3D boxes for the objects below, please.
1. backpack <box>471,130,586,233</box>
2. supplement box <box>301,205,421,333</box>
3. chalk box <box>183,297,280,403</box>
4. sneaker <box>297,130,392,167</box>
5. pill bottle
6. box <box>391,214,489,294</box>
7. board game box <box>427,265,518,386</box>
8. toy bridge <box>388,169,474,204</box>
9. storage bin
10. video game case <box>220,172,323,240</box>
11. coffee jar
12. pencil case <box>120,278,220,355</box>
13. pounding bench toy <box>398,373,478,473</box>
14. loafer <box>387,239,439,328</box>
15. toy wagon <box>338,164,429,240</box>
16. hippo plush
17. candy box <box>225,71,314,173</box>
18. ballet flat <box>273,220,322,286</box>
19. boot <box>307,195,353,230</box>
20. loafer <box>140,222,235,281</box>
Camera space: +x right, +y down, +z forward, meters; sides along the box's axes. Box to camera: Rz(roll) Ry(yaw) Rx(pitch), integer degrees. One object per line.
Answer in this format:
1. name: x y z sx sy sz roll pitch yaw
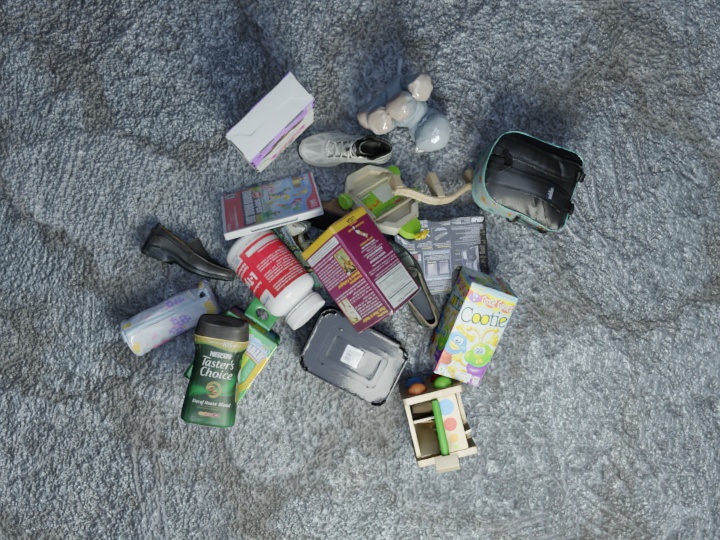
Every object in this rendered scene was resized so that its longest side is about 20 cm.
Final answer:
1. backpack: 0.327 -0.182 1.366 0.198 0.153 0.178 21 88 -14
2. supplement box: 0.000 0.000 1.302 0.103 0.131 0.201 -35 90 -40
3. chalk box: -0.241 0.153 1.352 0.124 0.124 0.201 34 89 -4
4. sneaker: -0.030 -0.254 1.360 0.198 0.115 0.077 -1 92 -3
5. pill bottle: -0.166 0.016 1.342 0.112 0.112 0.200 -42 81 -2
6. box: 0.168 -0.031 1.411 0.197 0.050 0.160 -5 92 -3
7. board game box: 0.223 0.112 1.361 0.102 0.105 0.202 18 106 -9
8. toy bridge: 0.153 -0.168 1.376 0.198 0.027 0.068 -8 62 -22
9. storage bin: -0.016 0.174 1.383 0.198 0.094 0.136 28 90 -5
10. video game case: -0.181 -0.132 1.351 0.198 0.144 0.018 -15 130 -3
11. coffee jar: -0.267 0.184 1.247 0.103 0.085 0.203 9 90 -6
12. pencil case: -0.382 0.096 1.359 0.198 0.091 0.084 -27 93 -2
13. pounding bench toy: 0.155 0.296 1.340 0.123 0.200 0.158 -14 93 0
14. loafer: 0.102 0.026 1.353 0.071 0.063 0.201 -32 93 0
15. toy wagon: 0.056 -0.128 1.359 0.155 0.040 0.200 -33 73 -32
16. hippo plush: 0.096 -0.303 1.363 0.159 0.200 0.161 -41 118 4
17. candy box: -0.169 -0.280 1.308 0.168 0.200 0.072 -45 94 -1
18. ballet flat: -0.115 -0.063 1.379 0.074 0.074 0.201 -35 100 -2
19. boot: -0.041 -0.127 1.399 0.197 0.074 0.076 9 64 -1
20. loafer: -0.344 -0.034 1.370 0.198 0.073 0.073 22 85 -5
